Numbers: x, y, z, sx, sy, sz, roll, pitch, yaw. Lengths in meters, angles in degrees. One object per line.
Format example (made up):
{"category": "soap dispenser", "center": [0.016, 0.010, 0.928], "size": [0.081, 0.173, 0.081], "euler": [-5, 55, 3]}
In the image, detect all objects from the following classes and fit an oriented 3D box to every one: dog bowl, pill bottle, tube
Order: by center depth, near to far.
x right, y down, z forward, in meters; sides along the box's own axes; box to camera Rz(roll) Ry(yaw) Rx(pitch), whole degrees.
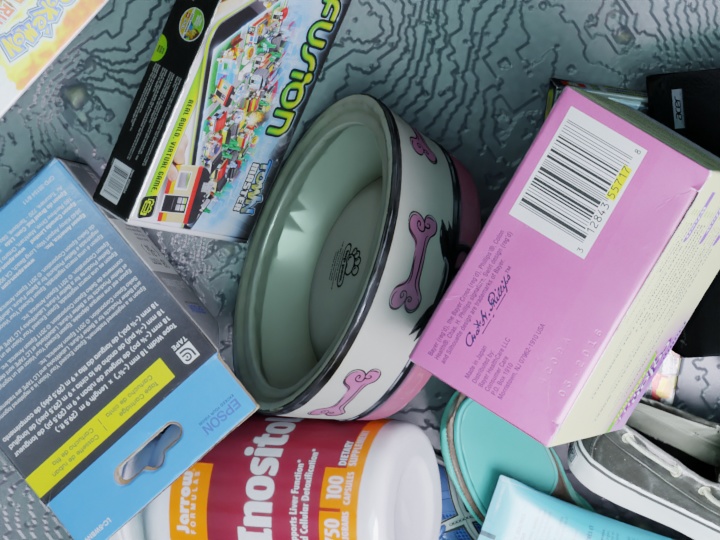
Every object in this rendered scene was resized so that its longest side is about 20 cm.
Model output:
{"category": "dog bowl", "center": [0.000, 0.000, 1.571], "size": [0.074, 0.200, 0.200], "euler": [20, 102, -23]}
{"category": "pill bottle", "center": [-0.060, 0.144, 1.613], "size": [0.200, 0.113, 0.113], "euler": [0, 103, 22]}
{"category": "tube", "center": [0.162, 0.187, 1.627], "size": [0.200, 0.050, 0.077], "euler": [17, 91, -20]}

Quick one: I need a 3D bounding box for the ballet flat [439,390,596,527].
{"category": "ballet flat", "center": [0.103, 0.147, 1.657], "size": [0.067, 0.070, 0.200], "euler": [-44, 112, -11]}

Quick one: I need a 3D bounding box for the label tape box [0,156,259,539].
{"category": "label tape box", "center": [-0.167, 0.053, 1.605], "size": [0.144, 0.063, 0.200], "euler": [-41, 79, 8]}

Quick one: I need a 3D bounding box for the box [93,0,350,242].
{"category": "box", "center": [-0.076, -0.119, 1.577], "size": [0.035, 0.110, 0.200], "euler": [32, 105, 37]}

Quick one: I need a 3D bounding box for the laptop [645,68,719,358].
{"category": "laptop", "center": [0.291, -0.045, 1.624], "size": [0.200, 0.103, 0.177], "euler": [-10, 97, -36]}

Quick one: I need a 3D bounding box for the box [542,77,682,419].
{"category": "box", "center": [0.156, -0.013, 1.645], "size": [0.110, 0.035, 0.200], "euler": [8, 102, -4]}

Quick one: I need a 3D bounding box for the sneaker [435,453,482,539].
{"category": "sneaker", "center": [0.065, 0.187, 1.666], "size": [0.076, 0.077, 0.200], "euler": [-44, 97, 9]}

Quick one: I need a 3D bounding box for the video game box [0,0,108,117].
{"category": "video game box", "center": [-0.282, -0.158, 1.598], "size": [0.182, 0.047, 0.200], "euler": [42, 98, -12]}

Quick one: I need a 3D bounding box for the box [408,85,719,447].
{"category": "box", "center": [0.134, -0.002, 1.505], "size": [0.097, 0.200, 0.176], "euler": [32, 99, 16]}

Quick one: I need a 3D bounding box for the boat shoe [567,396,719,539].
{"category": "boat shoe", "center": [0.230, 0.132, 1.639], "size": [0.200, 0.071, 0.064], "euler": [20, 131, -13]}
